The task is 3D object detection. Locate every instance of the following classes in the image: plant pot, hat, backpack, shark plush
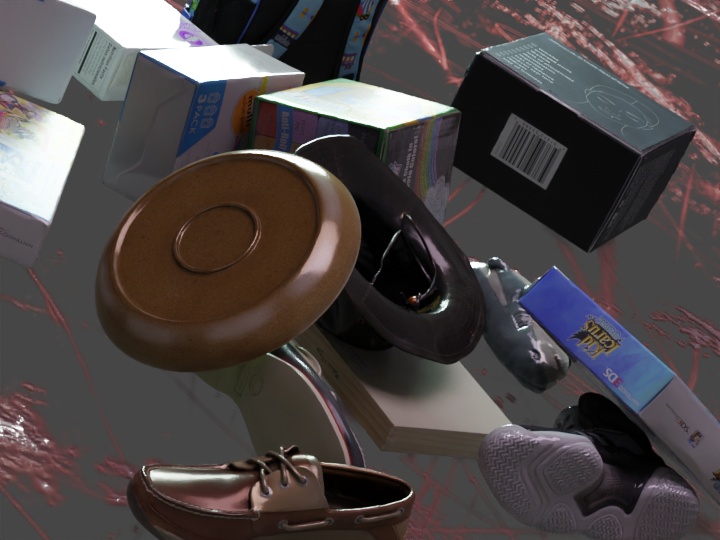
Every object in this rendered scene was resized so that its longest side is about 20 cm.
[{"bbox_3d":[-0.098,-0.016,1.479,0.200,0.199,0.028,50,-11,43],"label":"plant pot"},{"bbox_3d":[0.000,0.000,1.591,0.200,0.081,0.202,33,37,-29],"label":"hat"},{"bbox_3d":[-0.059,-0.276,2.037,0.182,0.201,0.135,4,32,-44],"label":"backpack"},{"bbox_3d":[0.100,0.025,1.760,0.200,0.091,0.083,42,56,19],"label":"shark plush"}]

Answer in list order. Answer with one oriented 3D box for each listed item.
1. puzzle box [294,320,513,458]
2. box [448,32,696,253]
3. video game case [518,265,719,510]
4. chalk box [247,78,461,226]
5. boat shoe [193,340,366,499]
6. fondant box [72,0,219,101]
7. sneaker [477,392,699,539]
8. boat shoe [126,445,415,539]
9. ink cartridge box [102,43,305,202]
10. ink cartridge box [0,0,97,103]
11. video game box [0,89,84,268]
[{"bbox_3d":[0.022,0.071,1.615,0.132,0.026,0.200,8,30,-39],"label":"puzzle box"},{"bbox_3d":[0.208,-0.135,2.145,0.199,0.125,0.196,34,24,15],"label":"box"},{"bbox_3d":[0.227,0.102,1.632,0.181,0.045,0.200,44,2,-33],"label":"video game case"},{"bbox_3d":[-0.019,-0.076,1.719,0.123,0.126,0.200,16,16,24],"label":"chalk box"},{"bbox_3d":[-0.051,0.086,1.447,0.062,0.072,0.200,9,25,-44],"label":"boat shoe"},{"bbox_3d":[-0.240,-0.230,1.916,0.200,0.059,0.144,41,25,25],"label":"fondant box"},{"bbox_3d":[0.153,0.139,1.565,0.199,0.076,0.114,21,22,-32],"label":"sneaker"},{"bbox_3d":[-0.052,0.141,1.317,0.199,0.072,0.076,12,27,-35],"label":"boat shoe"},{"bbox_3d":[-0.116,-0.119,1.736,0.067,0.116,0.199,27,20,24],"label":"ink cartridge box"},{"bbox_3d":[-0.334,-0.220,1.683,0.199,0.085,0.146,31,9,31],"label":"ink cartridge box"},{"bbox_3d":[-0.304,-0.092,1.561,0.181,0.047,0.200,22,23,-9],"label":"video game box"}]
